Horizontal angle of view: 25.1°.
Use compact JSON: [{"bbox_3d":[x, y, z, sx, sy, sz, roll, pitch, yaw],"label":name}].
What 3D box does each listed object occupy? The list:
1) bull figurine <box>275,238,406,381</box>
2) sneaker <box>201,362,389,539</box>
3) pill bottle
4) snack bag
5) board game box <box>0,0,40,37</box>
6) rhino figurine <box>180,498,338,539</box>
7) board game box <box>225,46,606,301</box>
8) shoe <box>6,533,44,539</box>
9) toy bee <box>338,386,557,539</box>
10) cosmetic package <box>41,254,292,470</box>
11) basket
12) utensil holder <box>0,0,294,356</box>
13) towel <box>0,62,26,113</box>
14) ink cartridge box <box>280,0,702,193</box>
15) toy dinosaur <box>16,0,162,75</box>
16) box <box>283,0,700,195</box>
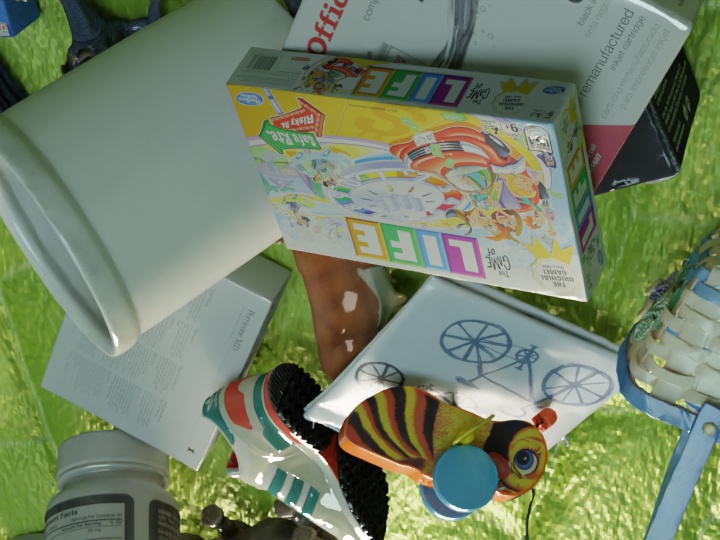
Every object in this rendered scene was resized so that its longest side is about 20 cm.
[{"bbox_3d":[0.000,0.000,1.188,0.121,0.065,0.201,-2,125,16],"label":"bull figurine"},{"bbox_3d":[-0.052,0.155,1.295,0.093,0.071,0.200,-13,129,28],"label":"sneaker"},{"bbox_3d":[-0.204,0.241,1.333,0.113,0.201,0.114,-3,152,-1],"label":"pill bottle"},{"bbox_3d":[0.083,0.087,1.198,0.188,0.021,0.200,22,136,-20],"label":"snack bag"},{"bbox_3d":[-0.329,-0.266,1.164,0.151,0.045,0.201,1,120,22],"label":"board game box"},{"bbox_3d":[-0.102,0.241,1.385,0.199,0.060,0.087,-10,143,28],"label":"rhino figurine"},{"bbox_3d":[0.033,-0.055,0.916,0.199,0.034,0.135,10,140,27],"label":"board game box"},{"bbox_3d":[-0.254,0.289,1.475,0.199,0.072,0.091,-10,119,37],"label":"shoe"},{"bbox_3d":[0.088,0.135,1.179,0.200,0.109,0.131,40,160,-19],"label":"toy bee"},{"bbox_3d":[-0.158,0.049,1.293,0.150,0.052,0.201,29,127,4],"label":"cosmetic package"},{"bbox_3d":[0.237,0.082,1.082,0.138,0.176,0.201,18,107,11],"label":"basket"},{"bbox_3d":[-0.121,-0.068,1.035,0.170,0.199,0.170,49,161,23],"label":"utensil holder"},{"bbox_3d":[-0.341,-0.102,1.273,0.199,0.049,0.112,-22,111,33],"label":"towel"},{"bbox_3d":[0.073,-0.143,0.910,0.199,0.083,0.147,28,128,2],"label":"ink cartridge box"},{"bbox_3d":[-0.190,-0.139,1.168,0.181,0.105,0.200,45,142,15],"label":"toy dinosaur"},{"bbox_3d":[0.087,-0.145,1.027,0.196,0.118,0.201,-14,116,28],"label":"box"}]
